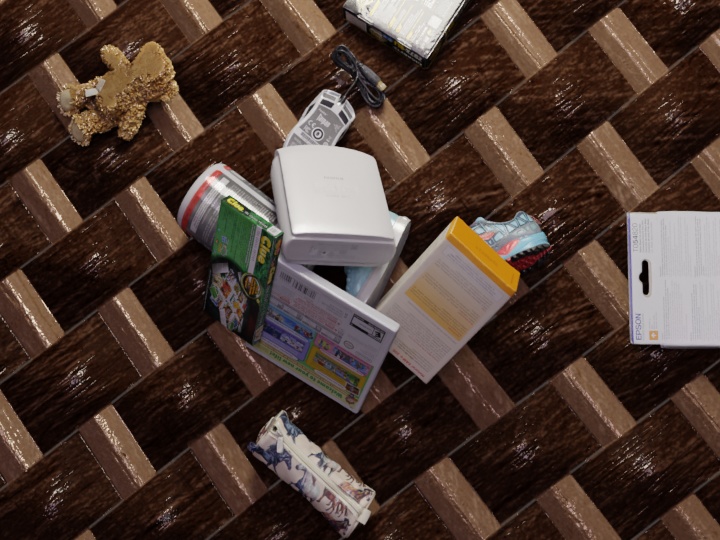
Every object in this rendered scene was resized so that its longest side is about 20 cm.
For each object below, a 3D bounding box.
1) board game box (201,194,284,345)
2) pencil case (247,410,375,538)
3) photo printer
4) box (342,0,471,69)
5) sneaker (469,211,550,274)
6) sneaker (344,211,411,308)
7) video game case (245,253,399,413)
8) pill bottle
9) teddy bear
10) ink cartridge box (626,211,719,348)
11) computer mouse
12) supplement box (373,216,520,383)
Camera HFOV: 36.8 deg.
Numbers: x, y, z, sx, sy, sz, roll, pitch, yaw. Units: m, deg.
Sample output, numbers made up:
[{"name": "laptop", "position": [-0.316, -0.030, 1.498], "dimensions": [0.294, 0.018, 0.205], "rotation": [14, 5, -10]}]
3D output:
[{"name": "board game box", "position": [-0.168, 0.002, 1.527], "dimensions": [0.104, 0.202, 0.023], "rotation": [36, 41, 22]}, {"name": "pencil case", "position": [-0.066, 0.289, 1.539], "dimensions": [0.199, 0.090, 0.078], "rotation": [41, 83, 7]}, {"name": "photo printer", "position": [-0.043, -0.100, 1.549], "dimensions": [0.163, 0.070, 0.202], "rotation": [3, 47, -17]}, {"name": "box", "position": [0.090, -0.440, 1.679], "dimensions": [0.158, 0.049, 0.202], "rotation": [32, 83, 10]}, {"name": "sneaker", "position": [0.177, -0.027, 1.603], "dimensions": [0.197, 0.080, 0.097], "rotation": [-17, 58, 0]}, {"name": "sneaker", "position": [0.000, 0.000, 1.600], "dimensions": [0.081, 0.074, 0.202], "rotation": [24, 73, 14]}, {"name": "video game case", "position": [-0.058, 0.092, 1.543], "dimensions": [0.198, 0.184, 0.022], "rotation": [30, 41, 7]}, {"name": "pill bottle", "position": [-0.161, -0.055, 1.588], "dimensions": [0.199, 0.116, 0.116], "rotation": [37, 83, 8]}, {"name": "teddy bear", "position": [-0.373, -0.271, 1.666], "dimensions": [0.200, 0.067, 0.145], "rotation": [-42, 72, 2]}, {"name": "ink cartridge box", "position": [0.488, 0.014, 1.589], "dimensions": [0.196, 0.041, 0.204], "rotation": [1, 80, 3]}, {"name": "computer mouse", "position": [-0.051, -0.234, 1.648], "dimensions": [0.109, 0.044, 0.201], "rotation": [39, 83, -12]}, {"name": "supplement box", "position": [0.114, 0.043, 1.527], "dimensions": [0.126, 0.074, 0.200], "rotation": [41, 114, -5]}]
